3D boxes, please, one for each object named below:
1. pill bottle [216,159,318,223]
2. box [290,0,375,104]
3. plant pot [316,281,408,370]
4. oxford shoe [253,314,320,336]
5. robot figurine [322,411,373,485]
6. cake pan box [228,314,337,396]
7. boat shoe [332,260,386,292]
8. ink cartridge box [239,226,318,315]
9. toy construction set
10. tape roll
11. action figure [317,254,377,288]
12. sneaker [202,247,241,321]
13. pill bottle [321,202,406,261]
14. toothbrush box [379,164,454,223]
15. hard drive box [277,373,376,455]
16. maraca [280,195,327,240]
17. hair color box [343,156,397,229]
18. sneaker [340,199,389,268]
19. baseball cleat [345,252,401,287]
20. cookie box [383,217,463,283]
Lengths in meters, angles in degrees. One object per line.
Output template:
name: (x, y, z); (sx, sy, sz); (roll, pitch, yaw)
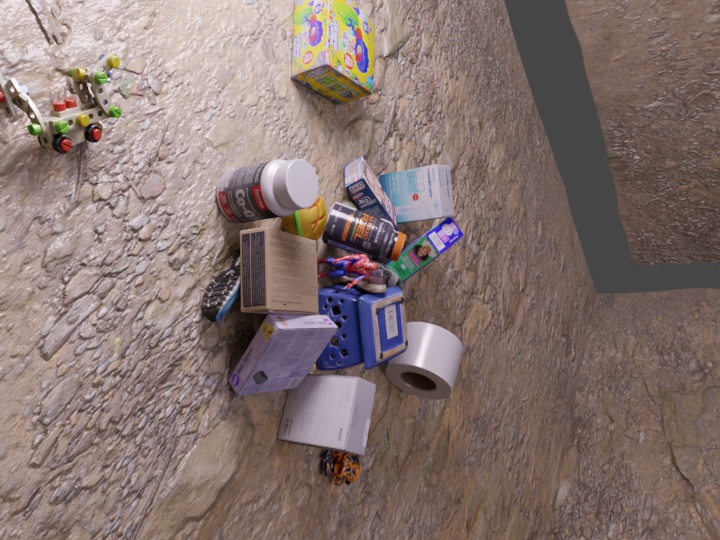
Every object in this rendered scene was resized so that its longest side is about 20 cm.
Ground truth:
pill bottle: (-0.191, -0.163, 1.197); (0.113, 0.198, 0.116); (7, 81, -53)
box: (-0.066, -0.558, 1.469); (0.191, 0.121, 0.204); (11, 78, -52)
plant pot: (0.007, 0.135, 1.461); (0.199, 0.178, 0.204); (-13, 99, -52)
oxford shoe: (-0.161, 0.115, 1.328); (0.199, 0.070, 0.075); (-23, 100, -54)
robot figurine: (-0.030, 0.443, 1.488); (0.145, 0.058, 0.203); (38, 57, -44)
cake pan box: (-0.160, 0.178, 1.252); (0.199, 0.052, 0.185); (5, 125, -52)
boat shoe: (0.000, 0.000, 1.447); (0.071, 0.199, 0.066); (4, 103, -34)
ink cartridge box: (-0.166, 0.008, 1.223); (0.199, 0.074, 0.168); (14, 73, -64)
toy construction set: (-0.465, -0.264, 0.920); (0.199, 0.091, 0.133); (-29, 135, -43)
tape roll: (0.184, 0.260, 1.679); (0.203, 0.200, 0.141); (51, 49, -38)
action figure: (-0.053, 0.001, 1.374); (0.098, 0.198, 0.066); (-23, 105, -50)
sneaker: (-0.246, 0.036, 1.211); (0.201, 0.077, 0.091); (-58, 134, -39)
pill bottle: (0.012, -0.087, 1.443); (0.106, 0.197, 0.108); (19, 90, -89)
toothbrush box: (0.162, -0.216, 1.689); (0.085, 0.198, 0.149); (-10, 96, -53)
hard drive box: (-0.076, 0.320, 1.316); (0.077, 0.198, 0.158); (33, 62, -47)
maraca: (-0.126, -0.117, 1.369); (0.201, 0.105, 0.139); (71, 21, -59)
hair color box: (0.029, -0.199, 1.594); (0.200, 0.060, 0.101); (51, 23, -38)
sneaker: (0.027, -0.112, 1.533); (0.202, 0.089, 0.067); (58, 35, -1)
baseball cleat: (0.047, 0.002, 1.588); (0.199, 0.106, 0.071); (24, 90, -49)
cookie box: (0.178, -0.053, 1.692); (0.076, 0.200, 0.171); (53, 40, 2)
